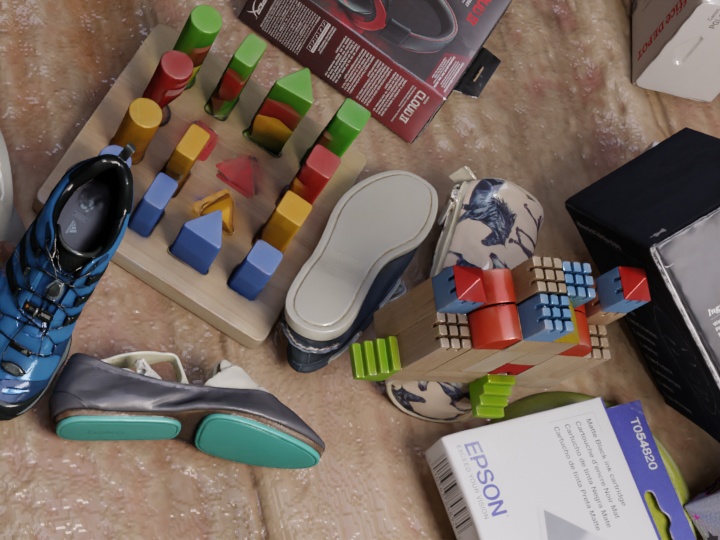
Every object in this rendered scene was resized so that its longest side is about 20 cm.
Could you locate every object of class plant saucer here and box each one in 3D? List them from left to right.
[{"bbox_3d":[0.176,0.180,1.363,0.199,0.031,0.201,10,61,-19],"label":"plant saucer"}]

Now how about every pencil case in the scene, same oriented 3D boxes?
[{"bbox_3d":[0.078,0.021,1.374,0.089,0.078,0.201,31,56,-17],"label":"pencil case"}]

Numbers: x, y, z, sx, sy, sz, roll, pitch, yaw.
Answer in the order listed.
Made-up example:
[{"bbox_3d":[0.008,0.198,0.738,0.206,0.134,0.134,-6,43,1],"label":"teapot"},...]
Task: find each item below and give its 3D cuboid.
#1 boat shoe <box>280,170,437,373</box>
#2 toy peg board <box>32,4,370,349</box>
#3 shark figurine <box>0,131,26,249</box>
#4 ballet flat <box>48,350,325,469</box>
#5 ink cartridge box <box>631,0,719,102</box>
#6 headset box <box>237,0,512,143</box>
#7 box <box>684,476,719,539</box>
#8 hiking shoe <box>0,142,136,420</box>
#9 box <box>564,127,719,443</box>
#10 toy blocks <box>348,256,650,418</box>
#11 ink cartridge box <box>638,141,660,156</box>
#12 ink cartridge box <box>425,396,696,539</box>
[{"bbox_3d":[0.000,0.000,1.359,0.075,0.062,0.200,23,47,7],"label":"boat shoe"},{"bbox_3d":[-0.104,-0.086,1.338,0.199,0.098,0.200,32,56,-5],"label":"toy peg board"},{"bbox_3d":[-0.295,-0.104,1.281,0.214,0.090,0.128,37,89,8],"label":"shark figurine"},{"bbox_3d":[-0.118,0.092,1.258,0.199,0.073,0.073,9,61,-17],"label":"ballet flat"},{"bbox_3d":[0.305,-0.272,1.587,0.082,0.147,0.201,12,61,-14],"label":"ink cartridge box"},{"bbox_3d":[0.024,-0.213,1.475,0.200,0.075,0.149,36,55,-2],"label":"headset box"},{"bbox_3d":[0.364,0.222,1.360,0.132,0.115,0.201,-30,86,-33],"label":"box"},{"bbox_3d":[-0.214,0.004,1.214,0.074,0.087,0.201,24,73,-10],"label":"hiking shoe"},{"bbox_3d":[0.271,0.017,1.338,0.124,0.200,0.197,-32,106,-4],"label":"box"},{"bbox_3d":[0.110,0.035,1.250,0.199,0.137,0.101,5,67,-32],"label":"toy blocks"},{"bbox_3d":[0.315,-0.018,1.505,0.199,0.067,0.118,18,59,-13],"label":"ink cartridge box"},{"bbox_3d":[0.170,0.196,1.309,0.199,0.041,0.201,-11,69,-28],"label":"ink cartridge box"}]
